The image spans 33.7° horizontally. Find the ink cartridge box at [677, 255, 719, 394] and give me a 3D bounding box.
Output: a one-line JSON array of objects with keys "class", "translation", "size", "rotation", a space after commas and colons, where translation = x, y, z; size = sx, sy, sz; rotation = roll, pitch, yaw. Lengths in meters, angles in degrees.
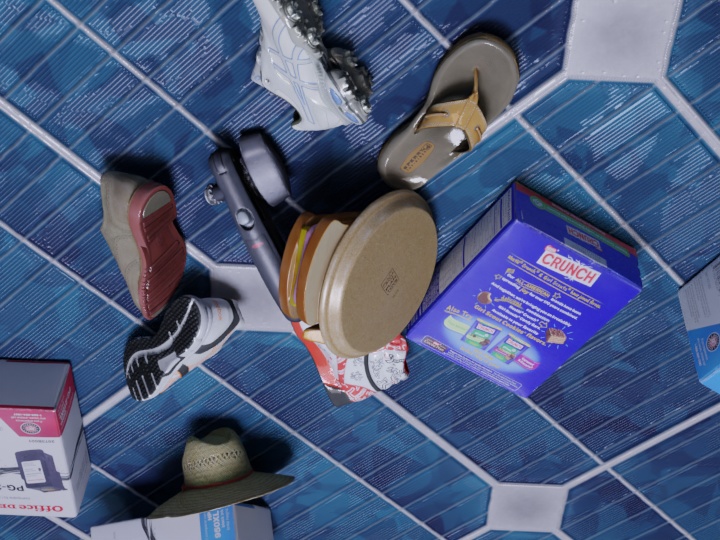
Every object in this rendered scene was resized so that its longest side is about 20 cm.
[{"class": "ink cartridge box", "translation": [0.434, 0.025, 1.221], "size": [0.086, 0.147, 0.200], "rotation": [30, 125, -21]}]

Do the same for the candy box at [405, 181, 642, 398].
[{"class": "candy box", "translation": [0.172, 0.024, 1.277], "size": [0.169, 0.077, 0.200], "rotation": [28, 127, -19]}]

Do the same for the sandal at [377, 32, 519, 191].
[{"class": "sandal", "translation": [0.085, -0.140, 1.152], "size": [0.080, 0.054, 0.200], "rotation": [27, 127, -20]}]

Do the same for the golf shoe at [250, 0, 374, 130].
[{"class": "golf shoe", "translation": [-0.071, -0.203, 1.094], "size": [0.097, 0.079, 0.200], "rotation": [-17, 127, 24]}]

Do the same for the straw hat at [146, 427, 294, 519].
[{"class": "straw hat", "translation": [-0.178, 0.239, 1.464], "size": [0.200, 0.201, 0.086], "rotation": [-15, 88, 15]}]

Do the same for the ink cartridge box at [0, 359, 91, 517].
[{"class": "ink cartridge box", "translation": [-0.418, 0.207, 1.450], "size": [0.144, 0.085, 0.201], "rotation": [2, 131, 1]}]

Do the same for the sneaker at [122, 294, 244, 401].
[{"class": "sneaker", "translation": [-0.203, 0.091, 1.353], "size": [0.080, 0.074, 0.200], "rotation": [-5, 157, -43]}]

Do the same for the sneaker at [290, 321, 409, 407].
[{"class": "sneaker", "translation": [-0.013, 0.059, 1.325], "size": [0.107, 0.067, 0.202], "rotation": [-20, 124, 7]}]

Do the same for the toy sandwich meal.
[{"class": "toy sandwich meal", "translation": [0.000, 0.000, 1.223], "size": [0.070, 0.205, 0.206], "rotation": [26, 140, 31]}]

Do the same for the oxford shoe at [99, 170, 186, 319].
[{"class": "oxford shoe", "translation": [-0.235, -0.030, 1.267], "size": [0.075, 0.070, 0.201], "rotation": [28, 139, 20]}]

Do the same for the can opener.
[{"class": "can opener", "translation": [-0.099, -0.038, 1.210], "size": [0.078, 0.063, 0.201], "rotation": [-13, 106, 22]}]

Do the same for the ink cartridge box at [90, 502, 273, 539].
[{"class": "ink cartridge box", "translation": [-0.227, 0.358, 1.537], "size": [0.199, 0.085, 0.145], "rotation": [-12, 163, 12]}]
